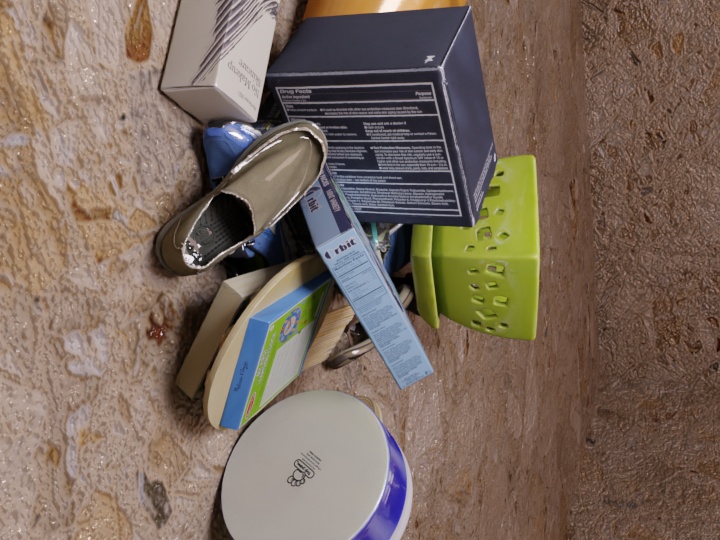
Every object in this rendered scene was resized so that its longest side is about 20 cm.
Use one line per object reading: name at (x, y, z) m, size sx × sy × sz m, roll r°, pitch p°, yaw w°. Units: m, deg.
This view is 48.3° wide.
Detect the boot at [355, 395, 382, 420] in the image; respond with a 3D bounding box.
boot at (-0.036, 0.221, 1.051) m, size 0.156 × 0.071 × 0.202 m, roll 64°, pitch 38°, yaw -42°

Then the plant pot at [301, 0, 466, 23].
plant pot at (0.017, -0.325, 0.982) m, size 0.185 × 0.198 × 0.200 m, roll -62°, pitch 149°, yaw -13°

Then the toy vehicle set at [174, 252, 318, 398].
toy vehicle set at (-0.105, 0.052, 0.854) m, size 0.125 × 0.026 × 0.199 m, roll -61°, pitch 163°, yaw 21°

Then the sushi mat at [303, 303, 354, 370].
sushi mat at (-0.065, 0.092, 0.980) m, size 0.096 × 0.012 × 0.199 m, roll -59°, pitch 164°, yaw 18°

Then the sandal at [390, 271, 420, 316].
sandal at (0.076, 0.030, 1.286) m, size 0.199 × 0.045 × 0.076 m, roll 6°, pitch 118°, yaw -53°

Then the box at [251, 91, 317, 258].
box at (-0.060, -0.133, 0.976) m, size 0.201 × 0.050 × 0.159 m, roll 68°, pitch 34°, yaw -44°

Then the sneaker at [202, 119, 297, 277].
sneaker at (-0.119, -0.058, 0.825) m, size 0.090 × 0.077 × 0.202 m, roll -60°, pitch 145°, yaw -48°

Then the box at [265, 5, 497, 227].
box at (0.032, -0.164, 0.873) m, size 0.200 × 0.197 × 0.124 m, roll 70°, pitch 34°, yaw -43°

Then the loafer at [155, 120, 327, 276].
loafer at (-0.102, -0.063, 0.757) m, size 0.200 × 0.069 × 0.075 m, roll -45°, pitch 115°, yaw -9°

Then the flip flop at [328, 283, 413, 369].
flip flop at (0.010, 0.071, 1.136) m, size 0.058 × 0.081 × 0.200 m, roll 49°, pitch 47°, yaw -6°

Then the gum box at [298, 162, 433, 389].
gum box at (-0.001, -0.001, 0.848) m, size 0.201 × 0.044 × 0.171 m, roll 61°, pitch 4°, yaw -34°

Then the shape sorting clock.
shape sorting clock at (-0.091, 0.072, 0.813) m, size 0.201 × 0.039 × 0.201 m, roll -54°, pitch 164°, yaw -23°

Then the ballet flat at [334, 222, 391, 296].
ballet flat at (0.000, 0.000, 1.026) m, size 0.201 × 0.073 × 0.075 m, roll 98°, pitch 10°, yaw -59°

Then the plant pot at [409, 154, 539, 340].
plant pot at (0.170, -0.032, 1.186) m, size 0.200 × 0.178 × 0.202 m, roll 77°, pitch 17°, yaw -50°

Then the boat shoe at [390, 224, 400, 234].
boat shoe at (0.027, -0.081, 1.092) m, size 0.201 × 0.064 × 0.075 m, roll -32°, pitch 106°, yaw -32°

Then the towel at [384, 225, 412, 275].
towel at (0.047, -0.050, 1.223) m, size 0.200 × 0.048 × 0.114 m, roll -30°, pitch 121°, yaw -62°

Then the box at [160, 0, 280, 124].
box at (-0.129, -0.252, 0.789) m, size 0.082 × 0.067 × 0.204 m, roll 32°, pitch 63°, yaw -62°

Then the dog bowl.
dog bowl at (-0.048, 0.234, 0.869) m, size 0.079 × 0.197 × 0.202 m, roll 60°, pitch 40°, yaw -45°
